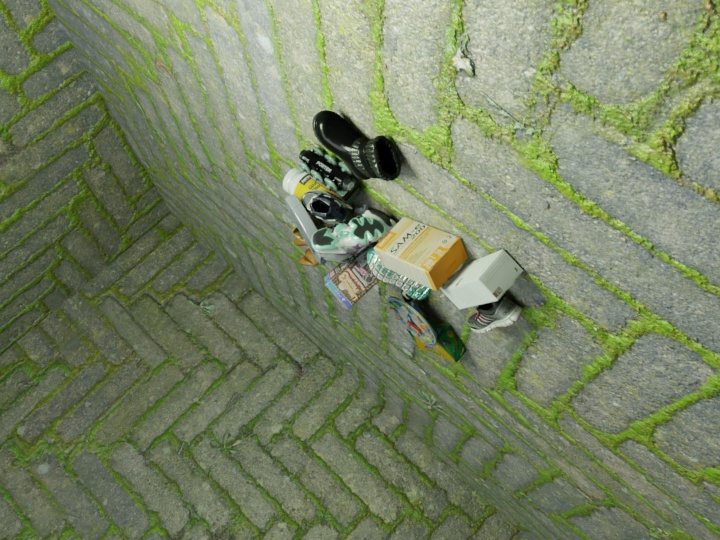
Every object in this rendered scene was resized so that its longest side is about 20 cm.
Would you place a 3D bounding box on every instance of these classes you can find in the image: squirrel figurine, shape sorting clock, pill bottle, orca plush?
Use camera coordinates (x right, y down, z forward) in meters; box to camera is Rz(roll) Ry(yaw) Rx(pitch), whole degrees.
[{"bbox_3d":[-0.133,-0.121,1.997,0.199,0.142,0.187,13,135,35],"label":"squirrel figurine"},{"bbox_3d":[0.157,0.156,1.862,0.200,0.039,0.200,38,160,17],"label":"shape sorting clock"},{"bbox_3d":[-0.132,-0.221,1.755,0.200,0.112,0.112,35,159,28],"label":"pill bottle"},{"bbox_3d":[0.058,-0.115,1.627,0.199,0.105,0.071,32,-154,-21],"label":"orca plush"}]

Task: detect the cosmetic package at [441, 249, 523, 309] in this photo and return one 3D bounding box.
[{"bbox_3d":[0.278,0.024,1.394,0.074,0.102,0.200,45,161,-3],"label":"cosmetic package"}]

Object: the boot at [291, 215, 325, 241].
[{"bbox_3d":[-0.160,-0.169,1.857,0.200,0.155,0.073,28,156,44],"label":"boot"}]

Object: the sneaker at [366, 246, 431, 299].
[{"bbox_3d":[0.102,0.003,1.629,0.200,0.078,0.091,37,-164,-3],"label":"sneaker"}]

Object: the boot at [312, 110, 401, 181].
[{"bbox_3d":[-0.006,-0.289,1.375,0.211,0.080,0.158,41,172,-22],"label":"boot"}]

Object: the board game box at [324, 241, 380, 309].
[{"bbox_3d":[0.000,0.000,1.736,0.097,0.200,0.159,48,-179,-8],"label":"board game box"}]

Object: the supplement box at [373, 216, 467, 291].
[{"bbox_3d":[0.147,-0.045,1.493,0.200,0.126,0.074,26,154,45],"label":"supplement box"}]

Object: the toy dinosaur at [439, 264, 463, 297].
[{"bbox_3d":[0.213,0.017,1.592,0.101,0.058,0.200,55,160,-22],"label":"toy dinosaur"}]

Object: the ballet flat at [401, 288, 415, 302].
[{"bbox_3d":[0.148,0.038,1.769,0.071,0.071,0.200,38,160,22],"label":"ballet flat"}]

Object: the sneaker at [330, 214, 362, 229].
[{"bbox_3d":[-0.022,-0.127,1.729,0.199,0.094,0.070,-25,116,28],"label":"sneaker"}]

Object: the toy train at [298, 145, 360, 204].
[{"bbox_3d":[-0.086,-0.258,1.634,0.200,0.085,0.114,36,169,29],"label":"toy train"}]

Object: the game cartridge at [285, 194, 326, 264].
[{"bbox_3d":[-0.149,-0.116,1.697,0.201,0.041,0.133,59,167,6],"label":"game cartridge"}]

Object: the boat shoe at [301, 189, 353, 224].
[{"bbox_3d":[-0.113,-0.180,1.605,0.199,0.075,0.093,23,-175,42],"label":"boat shoe"}]

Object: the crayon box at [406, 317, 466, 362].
[{"bbox_3d":[0.241,0.218,1.961,0.119,0.058,0.200,55,160,-25],"label":"crayon box"}]

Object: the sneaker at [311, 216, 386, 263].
[{"bbox_3d":[-0.021,-0.071,1.596,0.140,0.199,0.078,66,-163,-61],"label":"sneaker"}]

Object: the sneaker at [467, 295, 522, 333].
[{"bbox_3d":[0.321,0.099,1.508,0.087,0.074,0.200,47,157,-5],"label":"sneaker"}]
